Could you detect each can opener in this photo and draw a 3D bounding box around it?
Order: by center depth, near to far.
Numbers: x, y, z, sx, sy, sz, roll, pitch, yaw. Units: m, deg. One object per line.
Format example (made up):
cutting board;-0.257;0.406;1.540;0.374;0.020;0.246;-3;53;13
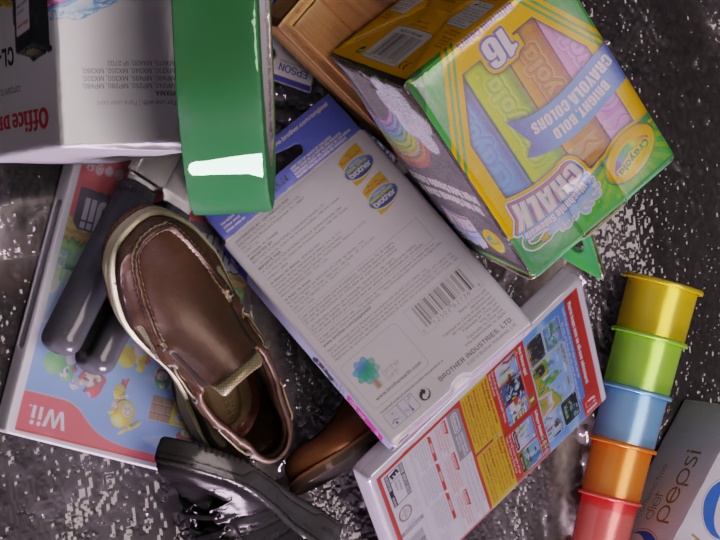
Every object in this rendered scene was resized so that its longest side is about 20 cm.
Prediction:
can opener;-0.125;-0.031;1.479;0.053;0.067;0.201;33;75;-29

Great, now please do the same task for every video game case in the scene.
video game case;-0.140;0.019;1.523;0.143;0.017;0.201;17;84;-32
video game case;0.083;0.107;1.614;0.200;0.017;0.143;-42;144;-18

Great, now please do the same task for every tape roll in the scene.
tape roll;-0.077;-0.133;1.376;0.048;0.200;0.201;-3;96;1

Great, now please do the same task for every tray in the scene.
tray;0.039;-0.127;1.542;0.200;0.037;0.099;44;83;-25

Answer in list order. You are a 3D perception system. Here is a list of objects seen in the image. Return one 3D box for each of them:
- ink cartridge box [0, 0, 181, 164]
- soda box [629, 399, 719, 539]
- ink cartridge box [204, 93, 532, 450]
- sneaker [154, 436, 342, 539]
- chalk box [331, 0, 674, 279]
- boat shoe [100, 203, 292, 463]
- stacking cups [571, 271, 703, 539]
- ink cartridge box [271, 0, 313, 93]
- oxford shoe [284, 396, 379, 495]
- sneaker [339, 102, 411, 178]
ink cartridge box;-0.168;-0.165;1.406;0.083;0.146;0.201;-2;90;-29
soda box;0.229;0.195;1.738;0.064;0.068;0.200;39;73;-28
ink cartridge box;0.000;0.000;1.528;0.119;0.042;0.200;-40;85;-9
sneaker;-0.073;0.188;1.543;0.200;0.060;0.105;36;71;-44
chalk box;0.100;-0.084;1.491;0.124;0.124;0.200;-40;115;-10
boat shoe;-0.088;0.042;1.464;0.075;0.075;0.203;-44;137;-16
stacking cups;0.192;0.104;1.722;0.060;0.060;0.201;14;91;-32
ink cartridge box;-0.056;-0.222;1.548;0.099;0.039;0.201;18;82;-32
oxford shoe;0.014;0.074;1.608;0.200;0.071;0.071;-41;86;-24
sneaker;0.014;-0.162;1.577;0.085;0.077;0.201;2;92;-28
